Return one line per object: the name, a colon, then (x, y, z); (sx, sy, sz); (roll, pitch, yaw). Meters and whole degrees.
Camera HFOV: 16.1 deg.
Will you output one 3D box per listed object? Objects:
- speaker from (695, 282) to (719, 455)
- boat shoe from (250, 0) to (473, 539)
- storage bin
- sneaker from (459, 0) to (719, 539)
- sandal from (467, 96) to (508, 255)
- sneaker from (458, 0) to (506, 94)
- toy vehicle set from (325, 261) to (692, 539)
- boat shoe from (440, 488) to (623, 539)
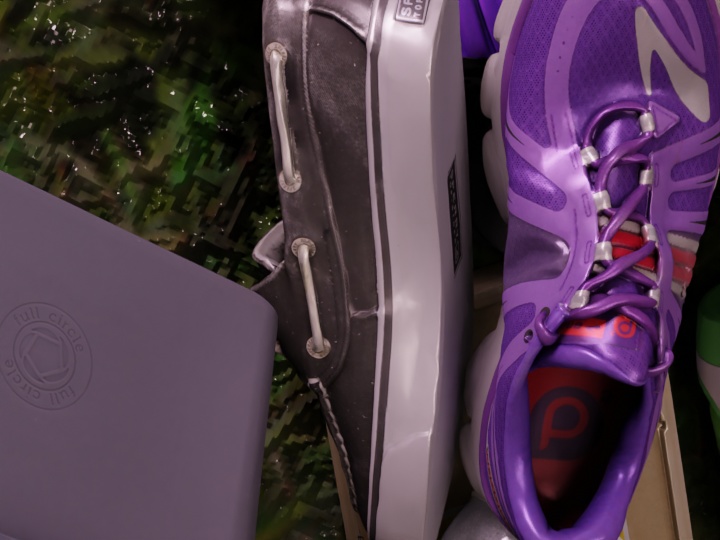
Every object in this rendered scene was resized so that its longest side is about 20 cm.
speaker: (0.179, 0.099, 0.927); (0.088, 0.088, 0.201); (-21, 107, -22)
boat shoe: (0.000, 0.000, 0.804); (0.063, 0.071, 0.201); (4, 115, 12)
storage bin: (-0.121, 0.052, 0.752); (0.199, 0.145, 0.135); (27, 59, -27)
sneaker: (0.077, -0.005, 0.771); (0.080, 0.083, 0.202); (2, 104, -5)
sandal: (0.098, -0.093, 0.878); (0.076, 0.043, 0.201); (26, 86, -28)
sneaker: (0.025, -0.088, 0.821); (0.199, 0.070, 0.100); (24, 113, -13)
toy vehicle set: (0.058, 0.099, 0.898); (0.124, 0.026, 0.201); (-16, 105, -24)
boat shoe: (0.093, 0.152, 0.876); (0.072, 0.070, 0.201); (-45, 109, -8)
